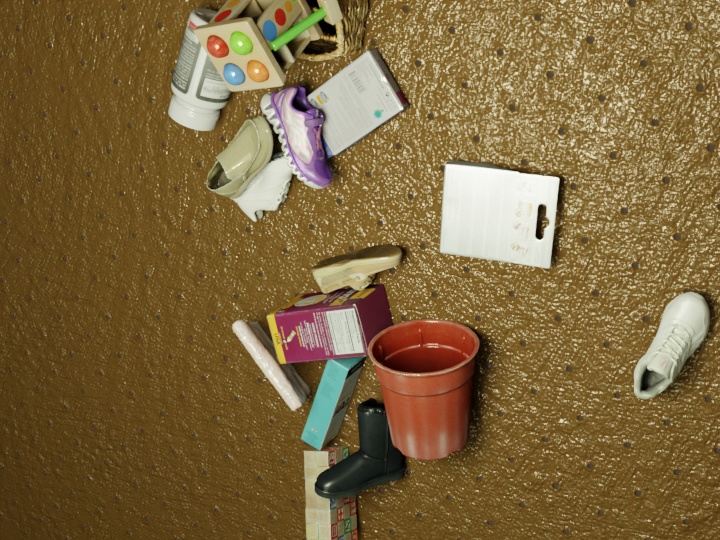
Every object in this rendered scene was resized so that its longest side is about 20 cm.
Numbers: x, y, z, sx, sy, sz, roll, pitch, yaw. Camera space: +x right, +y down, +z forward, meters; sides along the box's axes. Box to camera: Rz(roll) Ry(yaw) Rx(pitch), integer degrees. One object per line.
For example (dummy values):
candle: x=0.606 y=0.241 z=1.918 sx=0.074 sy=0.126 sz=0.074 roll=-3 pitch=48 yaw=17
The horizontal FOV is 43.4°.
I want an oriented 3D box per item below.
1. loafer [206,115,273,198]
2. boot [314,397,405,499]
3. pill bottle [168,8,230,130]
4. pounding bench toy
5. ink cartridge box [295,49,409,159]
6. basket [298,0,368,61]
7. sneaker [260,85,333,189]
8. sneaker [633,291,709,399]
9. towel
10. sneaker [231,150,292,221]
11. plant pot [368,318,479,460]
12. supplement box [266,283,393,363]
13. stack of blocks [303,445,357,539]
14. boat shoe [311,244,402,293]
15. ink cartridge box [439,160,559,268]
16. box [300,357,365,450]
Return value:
loafer: x=-0.223 y=-0.201 z=1.659 sx=0.076 sy=0.068 sz=0.200 roll=57 pitch=134 yaw=22
boot: x=-0.001 y=0.336 z=1.748 sx=0.076 sy=0.198 sz=0.170 roll=-148 pitch=52 yaw=-60
pill bottle: x=-0.291 y=-0.375 z=1.700 sx=0.113 sy=0.114 sz=0.201 roll=31 pitch=117 yaw=15
pounding bench toy: x=-0.141 y=-0.384 z=1.464 sx=0.199 sy=0.157 sz=0.125 roll=3 pitch=139 yaw=37
ink cartridge box: x=-0.021 y=-0.293 z=1.631 sx=0.199 sy=0.042 sz=0.120 roll=-30 pitch=92 yaw=30
basket: x=-0.105 y=-0.438 z=1.566 sx=0.198 sy=0.149 sz=0.144 roll=19 pitch=113 yaw=20
sneaker: x=-0.099 y=-0.245 z=1.622 sx=0.088 sy=0.080 sz=0.201 roll=-28 pitch=90 yaw=30
sneaker: x=0.504 y=0.131 z=1.464 sx=0.077 sy=0.099 sz=0.202 roll=26 pitch=116 yaw=17
towel: x=-0.171 y=0.181 z=1.780 sx=0.032 sy=0.191 sz=0.201 roll=-38 pitch=86 yaw=1
sneaker: x=-0.165 y=-0.168 z=1.735 sx=0.199 sy=0.074 sz=0.087 roll=-32 pitch=97 yaw=39
plant pot: x=0.120 y=0.222 z=1.645 sx=0.199 sy=0.201 sz=0.197 roll=6 pitch=117 yaw=25
supplement box: x=-0.057 y=0.102 z=1.721 sx=0.198 sy=0.131 sz=0.104 roll=-8 pitch=102 yaw=28
stack of blocks: x=-0.060 y=0.462 z=1.842 sx=0.058 sy=0.115 sz=0.202 roll=-4 pitch=86 yaw=27
boat shoe: x=0.000 y=0.000 z=1.701 sx=0.199 sy=0.071 sz=0.065 roll=-11 pitch=107 yaw=37
ink cartridge box: x=0.239 y=-0.098 z=1.563 sx=0.198 sy=0.057 sz=0.164 roll=8 pitch=109 yaw=16
box: x=-0.054 y=0.252 z=1.794 sx=0.049 sy=0.082 sz=0.202 roll=27 pitch=116 yaw=17
